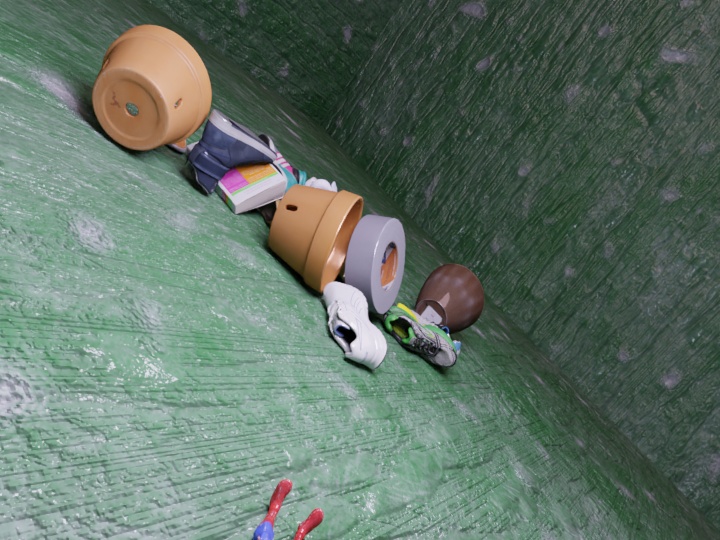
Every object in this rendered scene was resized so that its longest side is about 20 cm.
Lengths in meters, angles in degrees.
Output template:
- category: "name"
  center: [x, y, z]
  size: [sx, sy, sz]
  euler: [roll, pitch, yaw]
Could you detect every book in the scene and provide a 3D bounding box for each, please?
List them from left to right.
- category: "book"
  center: [-0.269, -0.219, 1.163]
  size: [0.131, 0.049, 0.201]
  euler: [-27, 63, -33]

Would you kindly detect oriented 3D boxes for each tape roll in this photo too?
- category: "tape roll"
  center: [0.036, -0.014, 1.169]
  size: [0.064, 0.209, 0.199]
  euler: [9, 1, 24]

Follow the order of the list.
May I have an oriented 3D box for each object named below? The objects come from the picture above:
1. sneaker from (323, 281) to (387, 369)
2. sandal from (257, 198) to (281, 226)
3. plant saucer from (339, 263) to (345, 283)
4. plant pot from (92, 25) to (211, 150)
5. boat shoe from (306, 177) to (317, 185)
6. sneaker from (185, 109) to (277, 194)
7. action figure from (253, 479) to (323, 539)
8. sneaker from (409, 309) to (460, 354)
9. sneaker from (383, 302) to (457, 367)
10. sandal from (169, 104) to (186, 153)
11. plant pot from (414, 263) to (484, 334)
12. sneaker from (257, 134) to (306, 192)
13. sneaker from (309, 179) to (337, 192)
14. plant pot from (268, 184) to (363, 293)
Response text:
- category: "sneaker"
  center: [-0.024, 0.087, 0.980]
  size: [0.085, 0.076, 0.201]
  euler: [20, 24, -42]
- category: "sandal"
  center: [-0.185, -0.129, 1.189]
  size: [0.199, 0.081, 0.054]
  euler: [42, 23, 14]
- category: "plant saucer"
  center: [0.000, 0.000, 1.312]
  size: [0.200, 0.031, 0.202]
  euler: [45, 21, -22]
- category: "plant pot"
  center: [-0.379, -0.307, 0.957]
  size: [0.197, 0.200, 0.142]
  euler: [35, 31, -19]
- category: "boat shoe"
  center: [-0.128, -0.211, 1.426]
  size: [0.192, 0.072, 0.071]
  euler: [12, 3, 17]
- category: "sneaker"
  center: [-0.264, -0.220, 1.093]
  size: [0.076, 0.149, 0.201]
  euler: [38, 10, 27]
- category: "action figure"
  center: [-0.061, 0.222, 0.411]
  size: [0.065, 0.100, 0.200]
  euler: [37, 16, 0]
- category: "sneaker"
  center: [0.175, 0.151, 1.318]
  size: [0.071, 0.074, 0.200]
  euler: [26, 12, -41]
- category: "sneaker"
  center: [0.129, 0.158, 1.208]
  size: [0.196, 0.080, 0.085]
  euler: [32, 20, 1]
- category: "sandal"
  center: [-0.410, -0.330, 1.204]
  size: [0.078, 0.060, 0.208]
  euler: [29, 19, -41]
- category: "plant pot"
  center: [0.222, 0.099, 1.460]
  size: [0.186, 0.189, 0.198]
  euler: [43, 29, 13]
- category: "sneaker"
  center: [-0.198, -0.253, 1.370]
  size: [0.119, 0.083, 0.204]
  euler: [23, 34, -51]
- category: "sneaker"
  center: [-0.088, -0.167, 1.240]
  size: [0.202, 0.072, 0.119]
  euler: [78, 1, -60]
- category: "plant pot"
  center: [-0.094, -0.077, 1.073]
  size: [0.136, 0.207, 0.200]
  euler: [23, 12, 7]
